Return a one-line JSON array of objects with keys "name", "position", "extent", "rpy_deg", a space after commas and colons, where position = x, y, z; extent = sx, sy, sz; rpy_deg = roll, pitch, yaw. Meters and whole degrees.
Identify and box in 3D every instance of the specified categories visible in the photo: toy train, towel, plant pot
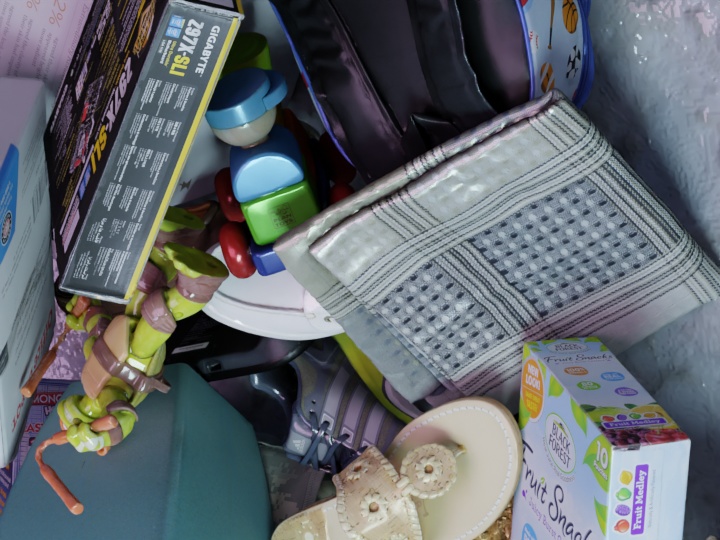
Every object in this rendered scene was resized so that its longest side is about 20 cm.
[{"name": "toy train", "position": [-0.058, -0.091, 1.636], "extent": [0.084, 0.200, 0.116], "rpy_deg": [-19, 119, 5]}, {"name": "towel", "position": [0.079, 0.002, 1.558], "extent": [0.199, 0.193, 0.035], "rpy_deg": [-28, 42, 21]}, {"name": "plant pot", "position": [-0.133, 0.169, 1.685], "extent": [0.141, 0.141, 0.201], "rpy_deg": [-10, 55, 26]}]

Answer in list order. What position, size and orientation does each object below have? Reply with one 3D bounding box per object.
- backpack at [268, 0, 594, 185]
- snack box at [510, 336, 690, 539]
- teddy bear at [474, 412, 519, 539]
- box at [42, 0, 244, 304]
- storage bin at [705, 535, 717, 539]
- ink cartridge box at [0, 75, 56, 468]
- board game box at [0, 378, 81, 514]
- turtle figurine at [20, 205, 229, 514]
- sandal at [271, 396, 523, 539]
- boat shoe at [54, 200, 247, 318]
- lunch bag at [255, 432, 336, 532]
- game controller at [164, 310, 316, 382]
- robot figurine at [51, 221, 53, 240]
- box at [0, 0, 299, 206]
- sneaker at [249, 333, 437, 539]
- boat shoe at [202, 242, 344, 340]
[{"name": "backpack", "position": [0.042, -0.149, 1.569], "extent": [0.199, 0.154, 0.192], "rpy_deg": [-14, 91, 42]}, {"name": "snack box", "position": [0.130, 0.157, 1.551], "extent": [0.142, 0.053, 0.201], "rpy_deg": [-129, 38, -61]}, {"name": "teddy bear", "position": [0.119, 0.154, 1.663], "extent": [0.144, 0.067, 0.201], "rpy_deg": [16, 114, 31]}, {"name": "box", "position": [-0.128, -0.108, 1.582], "extent": [0.160, 0.049, 0.201], "rpy_deg": [-107, 35, -53]}, {"name": "storage bin", "position": [0.281, 0.245, 1.490], "extent": [0.199, 0.094, 0.199], "rpy_deg": [10, 145, 35]}, {"name": "ink cartridge box", "position": [-0.244, 0.000, 1.697], "extent": [0.084, 0.145, 0.201], "rpy_deg": [6, 130, 5]}, {"name": "board game box", "position": [-0.219, 0.168, 1.877], "extent": [0.200, 0.061, 0.201], "rpy_deg": [-164, 80, -76]}, {"name": "turtle figurine", "position": [-0.137, 0.051, 1.632], "extent": [0.064, 0.200, 0.162], "rpy_deg": [26, 111, -18]}, {"name": "sandal", "position": [0.007, 0.147, 1.613], "extent": [0.211, 0.069, 0.078], "rpy_deg": [-35, 83, 41]}, {"name": "boat shoe", "position": [-0.132, -0.009, 1.751], "extent": [0.199, 0.072, 0.068], "rpy_deg": [-11, 133, 46]}, {"name": "lunch bag", "position": [-0.079, 0.200, 1.793], "extent": [0.163, 0.117, 0.201], "rpy_deg": [9, 96, 35]}, {"name": "game controller", "position": [-0.085, 0.033, 1.750], "extent": [0.199, 0.105, 0.042], "rpy_deg": [-12, 132, 46]}, {"name": "robot figurine", "position": [-0.253, -0.080, 1.817], "extent": [0.199, 0.125, 0.151], "rpy_deg": [22, 131, 5]}, {"name": "box", "position": [-0.141, -0.161, 1.735], "extent": [0.200, 0.106, 0.153], "rpy_deg": [36, 122, 24]}, {"name": "sneaker", "position": [-0.002, 0.109, 1.700], "extent": [0.200, 0.081, 0.074], "rpy_deg": [50, 143, 39]}, {"name": "boat shoe", "position": [0.000, 0.000, 1.640], "extent": [0.199, 0.069, 0.071], "rpy_deg": [1, 73, -3]}]
